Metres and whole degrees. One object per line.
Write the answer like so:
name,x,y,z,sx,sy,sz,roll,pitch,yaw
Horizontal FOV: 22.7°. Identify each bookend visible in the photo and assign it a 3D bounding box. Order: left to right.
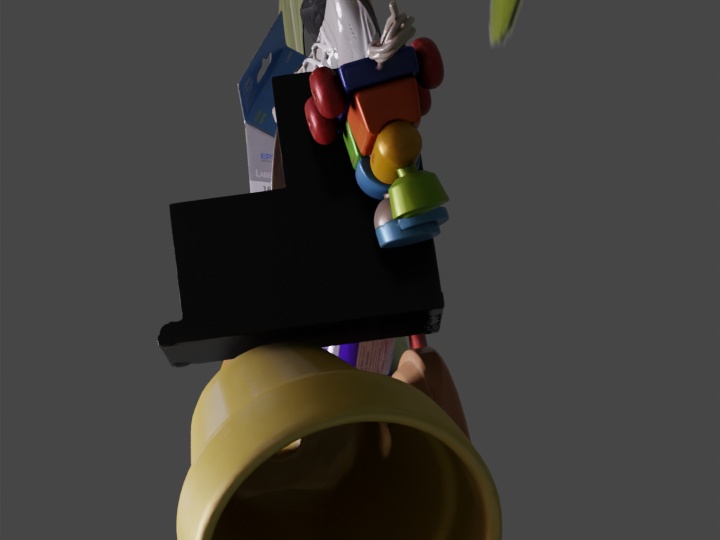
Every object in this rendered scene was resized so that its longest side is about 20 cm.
bookend,-0.052,-0.046,1.279,0.092,0.199,0.199,90,172,-77

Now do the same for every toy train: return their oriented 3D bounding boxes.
toy train,0.023,-0.085,1.138,0.200,0.084,0.116,115,137,-79

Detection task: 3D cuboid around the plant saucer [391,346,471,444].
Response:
plant saucer,0.049,0.156,1.303,0.200,0.032,0.201,172,90,-80

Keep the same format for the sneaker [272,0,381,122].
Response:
sneaker,-0.027,-0.151,1.472,0.076,0.092,0.200,-104,9,-46

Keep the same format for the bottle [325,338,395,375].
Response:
bottle,0.000,0.000,1.414,0.084,0.065,0.201,-130,43,-60

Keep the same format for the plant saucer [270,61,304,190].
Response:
plant saucer,-0.038,-0.095,1.666,0.200,0.034,0.201,6,-90,-75

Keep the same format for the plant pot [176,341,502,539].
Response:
plant pot,-0.031,0.143,1.187,0.189,0.200,0.201,-130,32,-63

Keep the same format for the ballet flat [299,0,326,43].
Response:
ballet flat,-0.016,-0.239,1.540,0.066,0.057,0.200,36,160,14

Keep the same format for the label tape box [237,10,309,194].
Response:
label tape box,-0.062,-0.130,1.756,0.144,0.063,0.201,-68,-20,-49

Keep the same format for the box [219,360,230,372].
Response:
box,-0.041,0.014,1.477,0.119,0.041,0.201,17,-88,-59

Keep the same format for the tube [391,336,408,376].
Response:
tube,0.022,0.081,1.502,0.058,0.052,0.200,34,-157,-35

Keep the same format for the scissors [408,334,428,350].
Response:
scissors,0.040,0.038,1.420,0.073,0.014,0.200,90,171,-51
